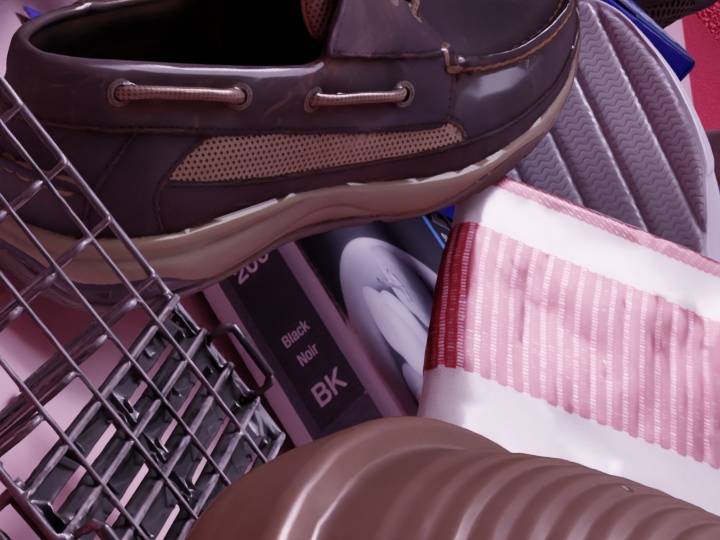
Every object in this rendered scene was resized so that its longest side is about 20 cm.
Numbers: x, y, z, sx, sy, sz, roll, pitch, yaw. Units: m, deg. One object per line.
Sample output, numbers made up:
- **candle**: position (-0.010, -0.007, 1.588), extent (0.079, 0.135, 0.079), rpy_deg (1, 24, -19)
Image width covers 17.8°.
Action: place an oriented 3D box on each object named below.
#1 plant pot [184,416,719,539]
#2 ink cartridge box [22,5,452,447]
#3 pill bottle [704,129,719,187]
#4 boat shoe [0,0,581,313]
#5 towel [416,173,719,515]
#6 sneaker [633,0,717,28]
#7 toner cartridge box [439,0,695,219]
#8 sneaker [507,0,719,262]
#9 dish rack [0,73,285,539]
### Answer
- **plant pot**: position (0.054, 0.114, 0.418), extent (0.201, 0.092, 0.202), rpy_deg (40, 38, -41)
- **ink cartridge box**: position (0.000, 0.000, 0.745), extent (0.200, 0.043, 0.198), rpy_deg (56, 15, 24)
- **pill bottle**: position (0.169, 0.051, 0.963), extent (0.200, 0.114, 0.114), rpy_deg (53, 13, -23)
- **boat shoe**: position (-0.011, -0.054, 0.592), extent (0.074, 0.074, 0.199), rpy_deg (31, 41, 32)
- **towel**: position (0.076, 0.076, 0.588), extent (0.143, 0.023, 0.201), rpy_deg (22, 50, -15)
- **sneaker**: position (0.079, -0.070, 0.948), extent (0.092, 0.199, 0.078), rpy_deg (63, -25, -3)
- **toner cartridge box**: position (0.033, -0.071, 0.749), extent (0.043, 0.095, 0.200), rpy_deg (47, 12, 27)
- **sneaker**: position (0.086, 0.016, 0.702), extent (0.071, 0.073, 0.201), rpy_deg (48, 26, -73)
- **dish rack**: position (-0.091, -0.002, 0.462), extent (0.200, 0.054, 0.153), rpy_deg (51, 16, -7)
